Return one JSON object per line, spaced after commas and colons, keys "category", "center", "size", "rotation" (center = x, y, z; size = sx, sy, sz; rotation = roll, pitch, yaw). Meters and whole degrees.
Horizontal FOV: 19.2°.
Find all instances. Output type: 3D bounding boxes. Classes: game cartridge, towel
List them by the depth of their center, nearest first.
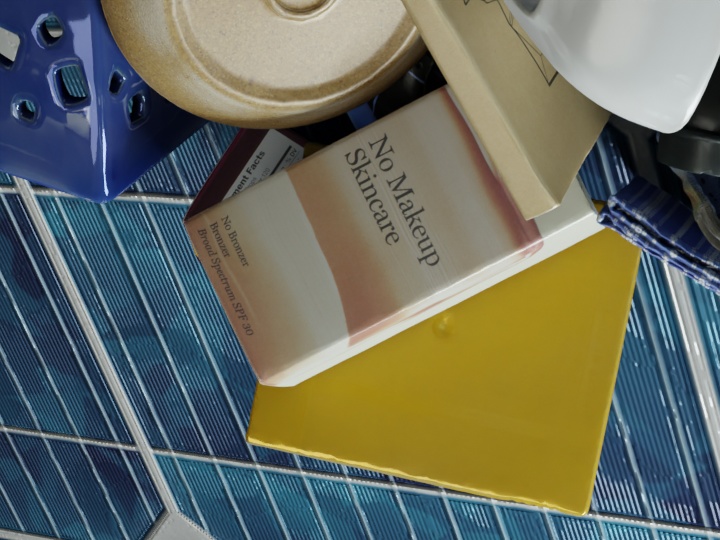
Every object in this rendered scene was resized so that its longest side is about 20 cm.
{"category": "towel", "center": [0.223, 0.006, 1.132], "size": [0.200, 0.145, 0.024], "rotation": [31, 104, 8]}
{"category": "game cartridge", "center": [0.048, 0.032, 1.202], "size": [0.199, 0.177, 0.032], "rotation": [12, -179, 6]}

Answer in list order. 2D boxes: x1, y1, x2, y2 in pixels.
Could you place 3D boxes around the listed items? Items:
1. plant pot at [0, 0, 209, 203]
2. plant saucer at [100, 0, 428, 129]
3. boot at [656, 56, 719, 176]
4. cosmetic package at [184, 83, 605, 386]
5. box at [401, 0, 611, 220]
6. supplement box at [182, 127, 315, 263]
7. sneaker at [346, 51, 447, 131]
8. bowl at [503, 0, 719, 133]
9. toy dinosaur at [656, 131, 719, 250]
{"category": "plant pot", "center": [-0.172, -0.182, 1.197], "size": [0.199, 0.200, 0.180], "rotation": [19, 130, 21]}
{"category": "plant saucer", "center": [-0.033, -0.155, 1.090], "size": [0.199, 0.035, 0.201], "rotation": [-8, 122, -13]}
{"category": "boot", "center": [0.227, -0.128, 1.012], "size": [0.073, 0.197, 0.163], "rotation": [-145, 58, -60]}
{"category": "cosmetic package", "center": [0.020, -0.025, 1.146], "size": [0.199, 0.087, 0.104], "rotation": [-28, 83, 7]}
{"category": "box", "center": [0.064, -0.145, 1.058], "size": [0.021, 0.164, 0.200], "rotation": [-21, 109, 30]}
{"category": "supplement box", "center": [0.000, 0.000, 1.285], "size": [0.200, 0.086, 0.110], "rotation": [32, 170, 8]}
{"category": "sneaker", "center": [0.009, -0.133, 1.203], "size": [0.078, 0.070, 0.200], "rotation": [-16, 123, 41]}
{"category": "bowl", "center": [0.112, -0.183, 0.948], "size": [0.074, 0.200, 0.200], "rotation": [10, 116, -16]}
{"category": "toy dinosaur", "center": [0.182, -0.105, 1.120], "size": [0.200, 0.105, 0.182], "rotation": [58, 168, 36]}
